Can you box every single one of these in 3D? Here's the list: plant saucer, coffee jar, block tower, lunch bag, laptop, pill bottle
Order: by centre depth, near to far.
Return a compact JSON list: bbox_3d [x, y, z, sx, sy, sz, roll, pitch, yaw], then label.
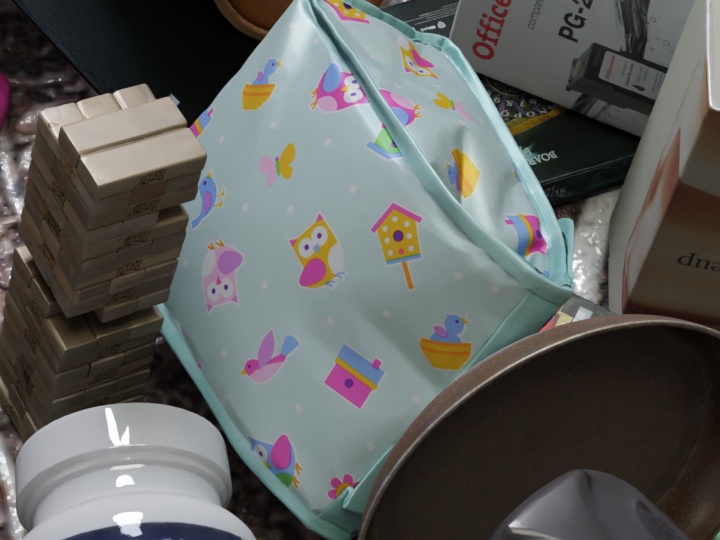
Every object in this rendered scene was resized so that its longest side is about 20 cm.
[{"bbox_3d":[0.083,0.168,0.967,0.085,0.200,0.104,-34,68,-28],"label":"coffee jar"},{"bbox_3d":[-0.092,0.165,0.992,0.115,0.116,0.201,-3,57,-11],"label":"pill bottle"},{"bbox_3d":[0.084,0.090,1.028,0.199,0.201,0.032,-15,46,-19],"label":"plant saucer"},{"bbox_3d":[-0.118,0.002,1.049,0.058,0.200,0.054,-17,59,-29],"label":"block tower"},{"bbox_3d":[0.000,0.000,1.064,0.122,0.170,0.200,19,31,-46],"label":"lunch bag"},{"bbox_3d":[-0.154,-0.158,1.250,0.199,0.104,0.177,8,40,27],"label":"laptop"}]

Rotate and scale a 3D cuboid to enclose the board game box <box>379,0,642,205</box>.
[{"bbox_3d":[0.105,-0.101,1.259,0.199,0.028,0.136,-17,61,-20],"label":"board game box"}]

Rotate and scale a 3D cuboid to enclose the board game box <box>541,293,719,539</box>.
[{"bbox_3d":[0.114,0.072,1.138,0.199,0.023,0.105,26,68,8],"label":"board game box"}]

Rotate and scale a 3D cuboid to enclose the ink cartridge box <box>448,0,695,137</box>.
[{"bbox_3d":[0.153,-0.140,1.187,0.199,0.145,0.084,21,57,4],"label":"ink cartridge box"}]

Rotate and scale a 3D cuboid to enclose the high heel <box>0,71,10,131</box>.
[{"bbox_3d":[-0.243,-0.061,1.130,0.200,0.096,0.067,-35,67,-30],"label":"high heel"}]

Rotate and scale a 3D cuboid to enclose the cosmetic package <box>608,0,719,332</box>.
[{"bbox_3d":[0.187,-0.041,1.128,0.103,0.200,0.088,8,56,-3],"label":"cosmetic package"}]

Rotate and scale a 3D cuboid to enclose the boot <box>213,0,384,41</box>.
[{"bbox_3d":[-0.031,-0.184,1.185,0.199,0.155,0.074,8,63,-37],"label":"boot"}]
